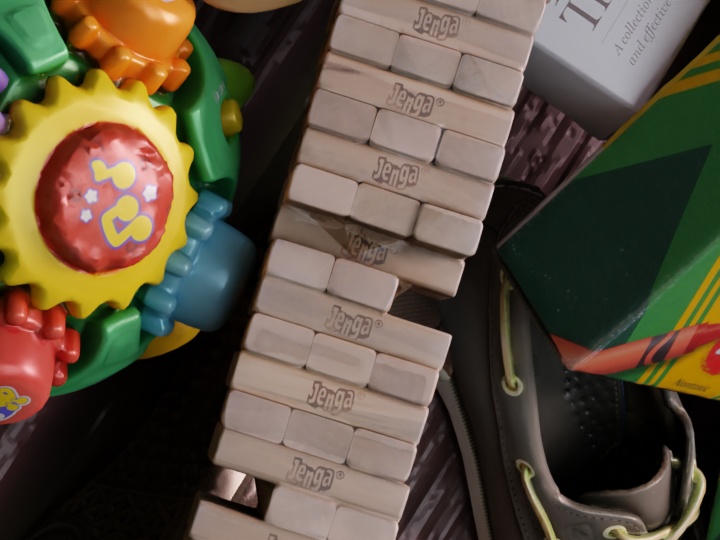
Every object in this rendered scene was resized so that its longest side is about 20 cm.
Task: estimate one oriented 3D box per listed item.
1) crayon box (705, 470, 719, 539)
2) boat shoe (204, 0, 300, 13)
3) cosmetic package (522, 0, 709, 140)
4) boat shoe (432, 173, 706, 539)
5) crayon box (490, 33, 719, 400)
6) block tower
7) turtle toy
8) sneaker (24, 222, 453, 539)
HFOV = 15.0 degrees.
[{"bbox_3d":[0.169,0.043,0.919,0.126,0.051,0.201,6,96,-63],"label":"crayon box"},{"bbox_3d":[-0.042,-0.167,0.737,0.070,0.069,0.201,-10,89,-10],"label":"boat shoe"},{"bbox_3d":[0.065,-0.163,0.803,0.150,0.052,0.201,32,79,-3],"label":"cosmetic package"},{"bbox_3d":[0.074,0.061,0.882,0.072,0.060,0.202,-35,116,-24],"label":"boat shoe"},{"bbox_3d":[0.149,-0.043,0.782,0.200,0.051,0.127,-45,148,24],"label":"crayon box"},{"bbox_3d":[0.000,0.000,0.733,0.058,0.054,0.201,18,87,-4],"label":"block tower"},{"bbox_3d":[-0.107,-0.016,0.721,0.199,0.101,0.146,-25,112,-28],"label":"turtle toy"},{"bbox_3d":[-0.039,0.078,0.804,0.076,0.070,0.200,44,75,-33],"label":"sneaker"}]
